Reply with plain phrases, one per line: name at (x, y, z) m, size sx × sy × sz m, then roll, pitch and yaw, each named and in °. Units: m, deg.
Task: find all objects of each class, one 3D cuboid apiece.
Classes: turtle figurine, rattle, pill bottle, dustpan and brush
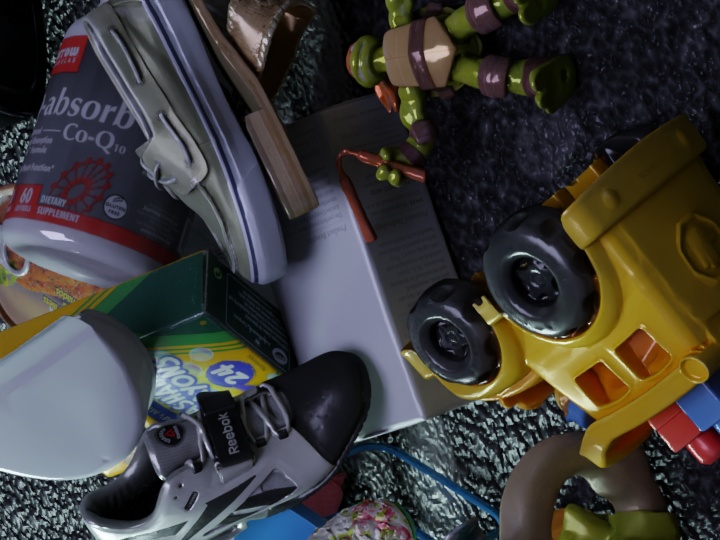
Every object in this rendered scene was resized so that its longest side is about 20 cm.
turtle figurine at (0.049, -0.119, 1.525) m, size 0.161 × 0.064 × 0.201 m, roll -2°, pitch 91°, yaw 39°
rattle at (0.079, 0.168, 1.486) m, size 0.142 × 0.200 × 0.131 m, roll 4°, pitch 112°, yaw 45°
pill bottle at (-0.147, -0.095, 1.657) m, size 0.116 × 0.116 × 0.201 m, roll 4°, pitch 73°, yaw 47°
dustpan and brush at (-0.163, 0.095, 1.610) m, size 0.139 × 0.200 × 0.057 m, roll -33°, pitch 38°, yaw 20°

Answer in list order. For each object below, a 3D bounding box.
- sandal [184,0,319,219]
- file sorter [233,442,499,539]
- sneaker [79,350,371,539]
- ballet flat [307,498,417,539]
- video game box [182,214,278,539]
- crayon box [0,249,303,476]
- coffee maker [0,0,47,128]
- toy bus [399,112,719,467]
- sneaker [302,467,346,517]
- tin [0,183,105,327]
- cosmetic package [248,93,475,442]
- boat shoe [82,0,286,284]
sandal at (-0.054, -0.133, 1.567) m, size 0.078 × 0.069 × 0.212 m, roll 71°, pitch 174°, yaw -67°
file sorter at (0.003, 0.232, 1.653) m, size 0.139 × 0.122 × 0.201 m, roll 29°, pitch 123°, yaw 39°
sneaker at (-0.084, 0.112, 1.573) m, size 0.200 × 0.088 × 0.074 m, roll -39°, pitch 49°, yaw 12°
ballet flat at (-0.035, 0.205, 1.546) m, size 0.076 × 0.064 × 0.200 m, roll 57°, pitch 136°, yaw 18°
video game box at (-0.113, 0.063, 1.782) m, size 0.200 × 0.047 × 0.183 m, roll 38°, pitch 126°, yaw 33°
crayon box at (-0.143, 0.067, 1.652) m, size 0.199 × 0.126 × 0.052 m, roll -20°, pitch 51°, yaw 27°
coffee maker at (-0.321, -0.146, 1.866) m, size 0.199 × 0.192 × 0.135 m, roll -17°, pitch 89°, yaw 34°
toy bus at (0.147, 0.040, 1.441) m, size 0.192 × 0.136 × 0.200 m, roll 50°, pitch 139°, yaw 1°
sneaker at (-0.040, 0.170, 1.722) m, size 0.074 × 0.087 × 0.201 m, roll 41°, pitch 154°, yaw 36°
tin at (-0.189, 0.011, 1.775) m, size 0.200 × 0.042 × 0.112 m, roll 31°, pitch 120°, yaw 37°
cosmetic package at (0.000, 0.000, 1.616) m, size 0.101 × 0.074 × 0.201 m, roll -19°, pitch 91°, yaw 48°
boat shoe at (-0.107, -0.079, 1.582) m, size 0.201 × 0.062 × 0.072 m, roll 65°, pitch 168°, yaw 1°
